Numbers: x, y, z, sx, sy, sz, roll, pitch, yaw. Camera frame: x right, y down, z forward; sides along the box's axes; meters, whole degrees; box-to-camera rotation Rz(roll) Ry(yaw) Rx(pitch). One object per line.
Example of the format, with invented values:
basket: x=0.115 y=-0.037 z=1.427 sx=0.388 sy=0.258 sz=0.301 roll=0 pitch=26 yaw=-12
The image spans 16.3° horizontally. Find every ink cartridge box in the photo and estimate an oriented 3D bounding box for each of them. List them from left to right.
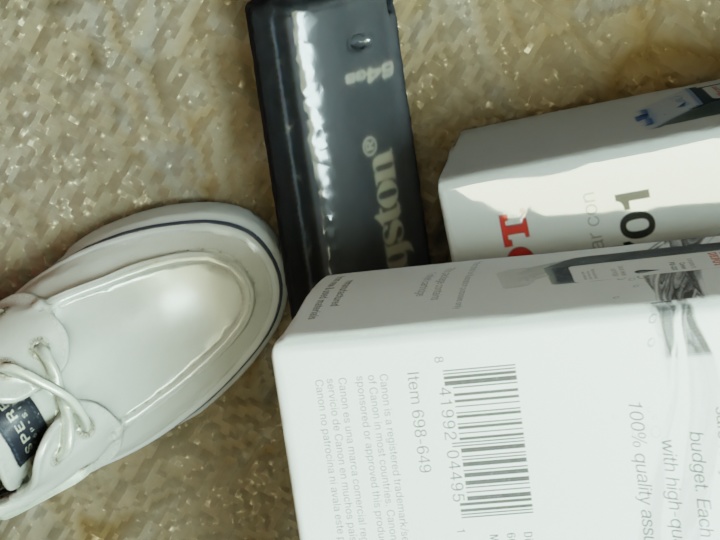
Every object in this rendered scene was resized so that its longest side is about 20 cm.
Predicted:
ink cartridge box: x=0.088 y=0.068 z=0.724 sx=0.200 sy=0.085 sz=0.146 roll=-5 pitch=104 yaw=11
ink cartridge box: x=0.136 y=0.014 z=0.792 sx=0.200 sy=0.086 sz=0.147 roll=-11 pitch=103 yaw=9

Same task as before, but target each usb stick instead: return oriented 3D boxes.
usb stick: x=0.000 y=0.000 z=0.818 sx=0.055 sy=0.033 sz=0.200 roll=-18 pitch=106 yaw=-35

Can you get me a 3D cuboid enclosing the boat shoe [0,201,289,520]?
boat shoe: x=-0.113 y=0.043 z=0.810 sx=0.200 sy=0.066 sz=0.072 roll=-24 pitch=103 yaw=2
